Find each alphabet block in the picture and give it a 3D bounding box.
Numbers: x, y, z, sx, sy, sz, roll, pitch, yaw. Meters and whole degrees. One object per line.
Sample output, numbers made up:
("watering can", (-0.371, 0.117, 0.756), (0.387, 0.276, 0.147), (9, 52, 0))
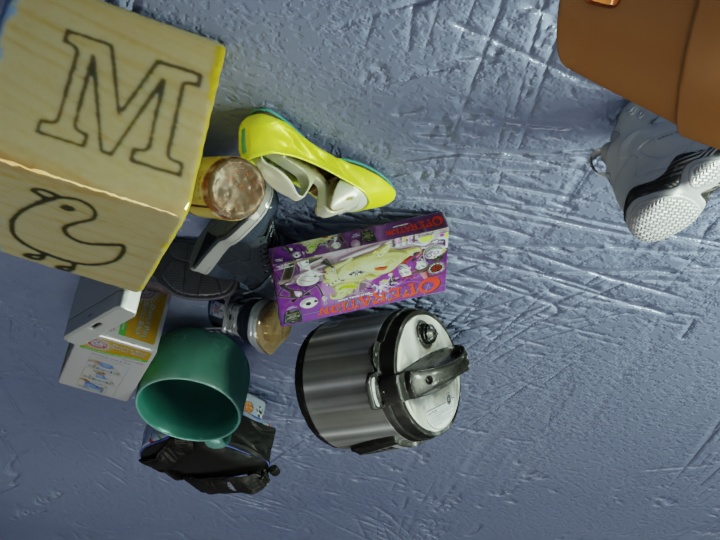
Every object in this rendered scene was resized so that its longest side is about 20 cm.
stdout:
("alphabet block", (-0.259, -0.122, 1.129), (0.200, 0.197, 0.195), (17, 153, -15))

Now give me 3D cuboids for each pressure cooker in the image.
("pressure cooker", (0.037, 0.138, 1.554), (0.200, 0.176, 0.179), (-12, 136, 32))

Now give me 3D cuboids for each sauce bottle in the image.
("sauce bottle", (-0.157, -0.087, 1.245), (0.066, 0.066, 0.200), (23, 176, -25))

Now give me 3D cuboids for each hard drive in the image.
("hard drive", (-0.257, -0.029, 1.296), (0.027, 0.200, 0.132), (27, 148, -29))

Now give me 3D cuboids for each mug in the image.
("mug", (-0.237, 0.161, 1.718), (0.152, 0.115, 0.185), (16, 139, -9))

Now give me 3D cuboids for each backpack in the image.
("backpack", (-0.249, 0.257, 1.891), (0.190, 0.154, 0.200), (-28, 130, 37))

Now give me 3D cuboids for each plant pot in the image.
("plant pot", (0.229, -0.198, 0.867), (0.140, 0.200, 0.200), (18, 156, 20))

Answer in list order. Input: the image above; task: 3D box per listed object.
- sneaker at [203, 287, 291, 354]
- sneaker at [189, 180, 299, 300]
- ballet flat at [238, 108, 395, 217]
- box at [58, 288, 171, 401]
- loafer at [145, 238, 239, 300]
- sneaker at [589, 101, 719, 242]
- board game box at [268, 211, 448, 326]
("sneaker", (-0.150, 0.058, 1.510), (0.108, 0.070, 0.200), (10, -178, 6))
("sneaker", (-0.095, -0.029, 1.375), (0.146, 0.077, 0.202), (23, 153, -17))
("ballet flat", (-0.047, -0.094, 1.254), (0.200, 0.067, 0.067), (29, 144, -34))
("box", (-0.329, 0.082, 1.622), (0.101, 0.113, 0.200), (18, 151, -14))
("loafer", (-0.239, -0.003, 1.502), (0.200, 0.072, 0.063), (9, 173, 12))
("sneaker", (0.305, -0.122, 1.096), (0.200, 0.115, 0.075), (-36, 141, 7))
("board game box", (0.000, 0.000, 1.366), (0.200, 0.032, 0.120), (-13, 147, -7))
